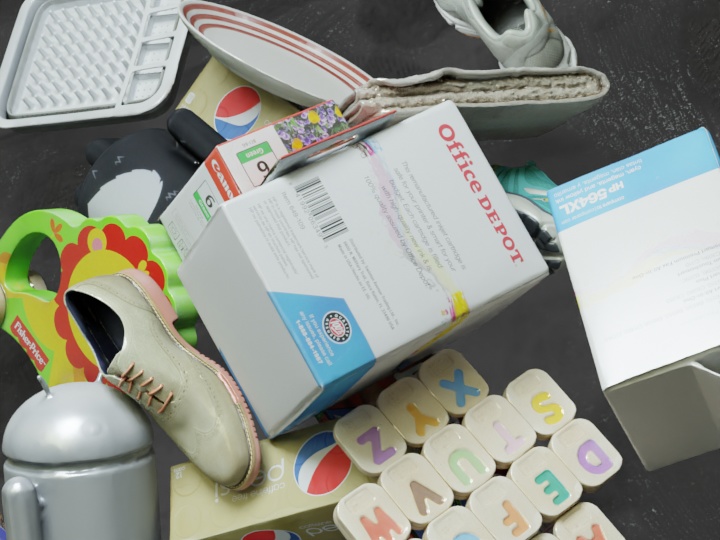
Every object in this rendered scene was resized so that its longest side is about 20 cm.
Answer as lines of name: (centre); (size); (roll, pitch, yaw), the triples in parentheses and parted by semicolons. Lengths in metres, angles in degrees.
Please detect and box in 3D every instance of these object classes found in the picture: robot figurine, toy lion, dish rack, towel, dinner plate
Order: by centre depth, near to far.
robot figurine: (-0.207, 0.170, 1.398); (0.112, 0.169, 0.202); (1, 98, 25)
towel: (0.075, -0.125, 1.435); (0.199, 0.132, 0.035); (-4, 83, -18)
toy lion: (-0.215, 0.026, 1.490); (0.200, 0.068, 0.192); (50, 122, 24)
robot figurine: (-0.154, -0.039, 1.539); (0.125, 0.151, 0.200); (-38, 50, -18)
dinner plate: (-0.063, -0.170, 1.556); (0.200, 0.199, 0.024); (39, 112, 39)
dish rack: (-0.239, -0.198, 1.743); (0.199, 0.044, 0.173); (-4, 58, 24)

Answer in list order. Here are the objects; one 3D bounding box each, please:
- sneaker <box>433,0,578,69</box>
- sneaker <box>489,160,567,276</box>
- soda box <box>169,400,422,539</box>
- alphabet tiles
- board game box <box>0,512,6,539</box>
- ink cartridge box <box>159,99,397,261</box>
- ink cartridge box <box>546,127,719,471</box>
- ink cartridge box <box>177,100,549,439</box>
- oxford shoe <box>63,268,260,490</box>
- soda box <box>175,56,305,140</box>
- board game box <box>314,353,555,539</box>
sneaker: (0.108, -0.231, 1.560); (0.076, 0.092, 0.200); (-38, 49, -1)
sneaker: (0.106, -0.052, 1.469); (0.079, 0.078, 0.199); (-31, 41, -32)
soda box: (-0.042, 0.160, 1.375); (0.199, 0.064, 0.068); (-17, 57, 23)
alphabet tiles: (0.083, 0.150, 1.298); (0.199, 0.015, 0.196); (-31, 71, -27)
board game box: (-0.396, 0.171, 1.538); (0.159, 0.097, 0.201); (-30, 51, 5)
ink cartridge box: (-0.063, -0.075, 1.374); (0.109, 0.200, 0.051); (-25, 80, -31)
ink cartridge box: (0.224, 0.032, 1.303); (0.125, 0.129, 0.201); (-20, 51, 13)
ink cartridge box: (0.000, 0.000, 1.351); (0.199, 0.146, 0.147); (-26, 81, -25)
oxford shoe: (-0.149, 0.084, 1.371); (0.200, 0.074, 0.071); (48, 121, 24)
soda box: (-0.064, -0.103, 1.561); (0.068, 0.064, 0.200); (-53, 50, 4)
board game box: (0.055, 0.142, 1.385); (0.103, 0.019, 0.200); (-38, 50, -2)
